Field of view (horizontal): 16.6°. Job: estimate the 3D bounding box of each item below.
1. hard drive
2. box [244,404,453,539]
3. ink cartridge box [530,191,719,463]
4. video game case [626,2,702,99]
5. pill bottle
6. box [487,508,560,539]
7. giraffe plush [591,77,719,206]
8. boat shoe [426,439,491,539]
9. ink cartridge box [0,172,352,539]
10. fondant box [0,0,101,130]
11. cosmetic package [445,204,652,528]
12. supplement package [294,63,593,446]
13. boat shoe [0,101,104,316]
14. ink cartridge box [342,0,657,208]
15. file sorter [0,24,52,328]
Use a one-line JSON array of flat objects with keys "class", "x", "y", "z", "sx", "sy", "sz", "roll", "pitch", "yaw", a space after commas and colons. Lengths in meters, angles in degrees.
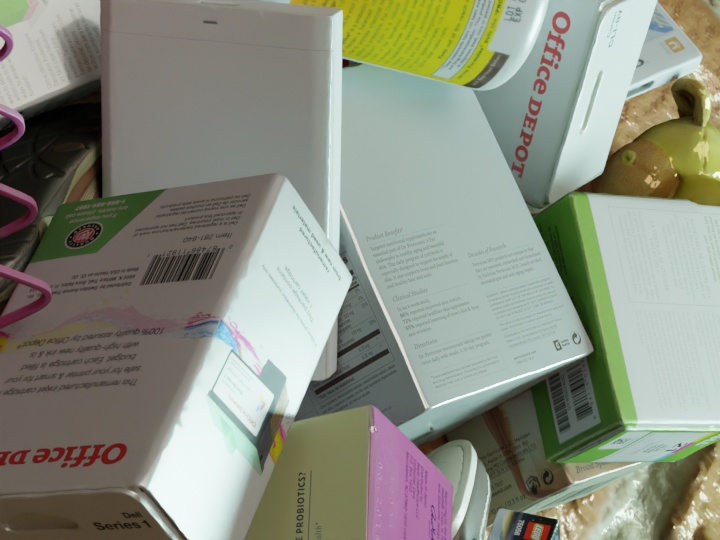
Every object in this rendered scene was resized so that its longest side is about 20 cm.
[{"class": "hard drive", "x": -0.076, "y": -0.046, "z": 1.326, "sx": 0.026, "sy": 0.132, "sz": 0.200, "roll": -40, "pitch": 134, "yaw": -65}, {"class": "box", "x": -0.063, "y": 0.181, "z": 1.209, "sx": 0.097, "sy": 0.200, "sz": 0.176, "roll": 48, "pitch": 36, "yaw": -49}, {"class": "ink cartridge box", "x": 0.198, "y": 0.038, "z": 1.500, "sx": 0.200, "sy": 0.076, "sz": 0.148, "roll": 3, "pitch": 67, "yaw": -34}, {"class": "video game case", "x": 0.106, "y": -0.185, "z": 1.663, "sx": 0.182, "sy": 0.022, "sz": 0.200, "roll": -23, "pitch": 66, "yaw": -34}, {"class": "pill bottle", "x": -0.003, "y": -0.171, "z": 1.357, "sx": 0.200, "sy": 0.109, "sz": 0.109, "roll": 12, "pitch": 58, "yaw": -22}, {"class": "box", "x": 0.070, "y": 0.251, "z": 1.364, "sx": 0.040, "sy": 0.137, "sz": 0.200, "roll": 10, "pitch": 45, "yaw": 15}, {"class": "giraffe plush", "x": 0.227, "y": -0.038, "z": 1.673, "sx": 0.200, "sy": 0.173, "sz": 0.162, "roll": -1, "pitch": 54, "yaw": -44}, {"class": "boat shoe", "x": 0.038, "y": 0.189, "z": 1.411, "sx": 0.060, "sy": 0.072, "sz": 0.200, "roll": 41, "pitch": 48, "yaw": -25}, {"class": "ink cartridge box", "x": -0.109, "y": 0.057, "z": 1.201, "sx": 0.084, "sy": 0.145, "sz": 0.200, "roll": 56, "pitch": 41, "yaw": -36}, {"class": "fondant box", "x": -0.168, "y": -0.172, "z": 1.377, "sx": 0.200, "sy": 0.058, "sz": 0.145, "roll": -25, "pitch": 91, "yaw": -26}, {"class": "cosmetic package", "x": 0.097, "y": 0.046, "z": 1.536, "sx": 0.103, "sy": 0.087, "sz": 0.200, "roll": -13, "pitch": 76, "yaw": -44}, {"class": "supplement package", "x": 0.000, "y": 0.000, "z": 1.426, "sx": 0.152, "sy": 0.151, "sz": 0.200, "roll": -15, "pitch": 77, "yaw": -46}, {"class": "boat shoe", "x": -0.179, "y": -0.020, "z": 1.339, "sx": 0.200, "sy": 0.076, "sz": 0.074, "roll": -65, "pitch": 147, "yaw": -53}, {"class": "ink cartridge box", "x": 0.069, "y": -0.149, "z": 1.520, "sx": 0.200, "sy": 0.145, "sz": 0.083, "roll": 30, "pitch": 34, "yaw": 24}, {"class": "file sorter", "x": -0.241, "y": -0.065, "z": 1.200, "sx": 0.139, "sy": 0.125, "sz": 0.200, "roll": 25, "pitch": 47, "yaw": -56}]
